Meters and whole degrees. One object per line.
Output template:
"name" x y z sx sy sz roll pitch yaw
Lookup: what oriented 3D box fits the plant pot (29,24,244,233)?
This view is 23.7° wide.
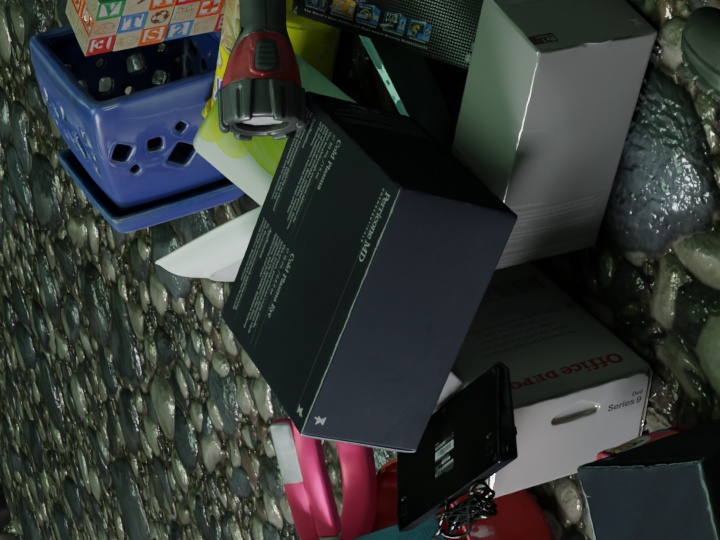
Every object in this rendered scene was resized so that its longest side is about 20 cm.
"plant pot" -0.229 -0.162 1.857 0.200 0.199 0.181 45 145 46

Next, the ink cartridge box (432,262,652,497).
"ink cartridge box" 0.110 0.075 1.340 0.200 0.144 0.088 42 138 49

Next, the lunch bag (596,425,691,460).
"lunch bag" 0.234 0.211 1.179 0.176 0.081 0.202 175 79 -83

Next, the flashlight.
"flashlight" -0.076 -0.201 1.286 0.067 0.068 0.202 -10 75 29

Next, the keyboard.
"keyboard" 0.077 0.147 1.253 0.200 0.039 0.105 131 144 -60

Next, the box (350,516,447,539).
"box" -0.025 0.262 1.391 0.049 0.199 0.082 62 150 25

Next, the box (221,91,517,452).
"box" 0.000 0.000 1.271 0.182 0.103 0.201 51 124 54

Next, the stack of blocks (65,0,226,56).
"stack of blocks" -0.182 -0.286 1.691 0.059 0.199 0.115 63 152 22

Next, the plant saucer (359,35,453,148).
"plant saucer" 0.030 -0.178 1.430 0.201 0.036 0.200 62 -178 -4

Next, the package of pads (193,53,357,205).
"package of pads" -0.048 -0.104 1.566 0.200 0.068 0.155 40 148 -2

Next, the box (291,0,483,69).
"box" 0.058 -0.237 1.269 0.044 0.198 0.161 -68 -5 -46

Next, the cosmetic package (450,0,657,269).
"cosmetic package" 0.134 -0.107 1.256 0.090 0.106 0.201 52 143 43

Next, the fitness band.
"fitness band" -0.027 0.146 1.431 0.037 0.144 0.202 -6 109 19

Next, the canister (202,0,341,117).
"canister" -0.086 -0.193 1.675 0.149 0.086 0.201 54 144 39

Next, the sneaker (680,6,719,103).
"sneaker" 0.275 -0.123 1.024 0.200 0.075 0.091 39 126 41

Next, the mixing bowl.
"mixing bowl" 0.101 0.248 1.481 0.200 0.108 0.202 39 135 52

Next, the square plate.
"square plate" -0.041 -0.023 1.459 0.199 0.197 0.029 -23 73 46

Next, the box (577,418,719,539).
"box" 0.259 0.186 1.031 0.124 0.199 0.198 -17 88 59
